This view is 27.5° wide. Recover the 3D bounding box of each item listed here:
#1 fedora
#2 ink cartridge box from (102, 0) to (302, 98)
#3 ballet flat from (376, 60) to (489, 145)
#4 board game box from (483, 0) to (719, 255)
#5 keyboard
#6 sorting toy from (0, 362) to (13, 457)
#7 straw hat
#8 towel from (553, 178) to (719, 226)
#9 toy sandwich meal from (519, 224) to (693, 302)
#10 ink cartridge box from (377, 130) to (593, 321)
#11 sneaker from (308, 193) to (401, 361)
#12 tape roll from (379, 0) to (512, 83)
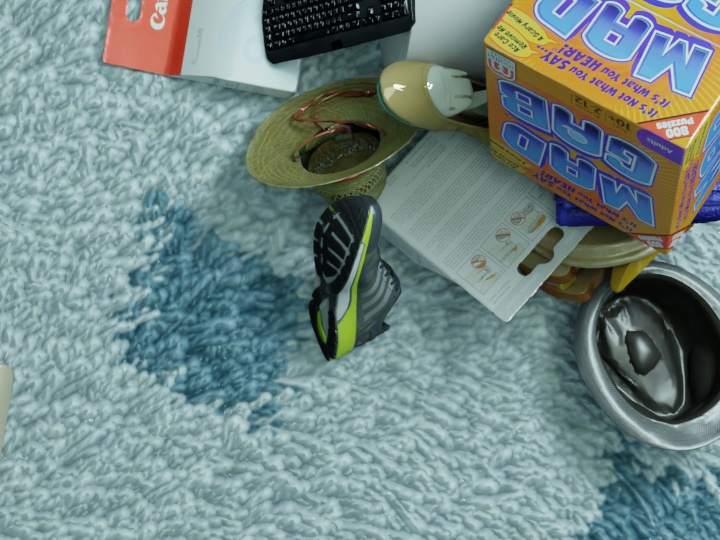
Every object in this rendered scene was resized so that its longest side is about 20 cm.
[{"bbox_3d":[0.303,0.091,1.514,0.176,0.090,0.200,-37,82,-12],"label":"fedora"},{"bbox_3d":[-0.150,-0.272,1.489,0.198,0.047,0.162,10,85,-11],"label":"ink cartridge box"},{"bbox_3d":[0.094,-0.166,1.399,0.199,0.063,0.069,6,71,-53],"label":"ballet flat"},{"bbox_3d":[0.248,-0.179,1.321,0.199,0.200,0.200,31,72,19],"label":"board game box"},{"bbox_3d":[-0.032,-0.263,1.397,0.039,0.199,0.105,1,84,-47],"label":"keyboard"},{"bbox_3d":[-0.447,0.168,1.414,0.198,0.036,0.187,9,84,-9],"label":"sorting toy"},{"bbox_3d":[-0.014,-0.106,1.459,0.200,0.201,0.086,-26,124,-10],"label":"straw hat"},{"bbox_3d":[0.286,-0.117,1.423,0.198,0.050,0.149,-1,74,7],"label":"towel"},{"bbox_3d":[0.247,-0.052,1.504,0.204,0.205,0.071,-29,133,-10],"label":"toy sandwich meal"},{"bbox_3d":[0.124,-0.058,1.482,0.200,0.050,0.161,40,80,19],"label":"ink cartridge box"},{"bbox_3d":[0.000,0.000,1.444,0.080,0.201,0.074,-18,52,-26],"label":"sneaker"},{"bbox_3d":[0.098,-0.287,1.454,0.138,0.203,0.205,-1,86,-10],"label":"tape roll"}]
